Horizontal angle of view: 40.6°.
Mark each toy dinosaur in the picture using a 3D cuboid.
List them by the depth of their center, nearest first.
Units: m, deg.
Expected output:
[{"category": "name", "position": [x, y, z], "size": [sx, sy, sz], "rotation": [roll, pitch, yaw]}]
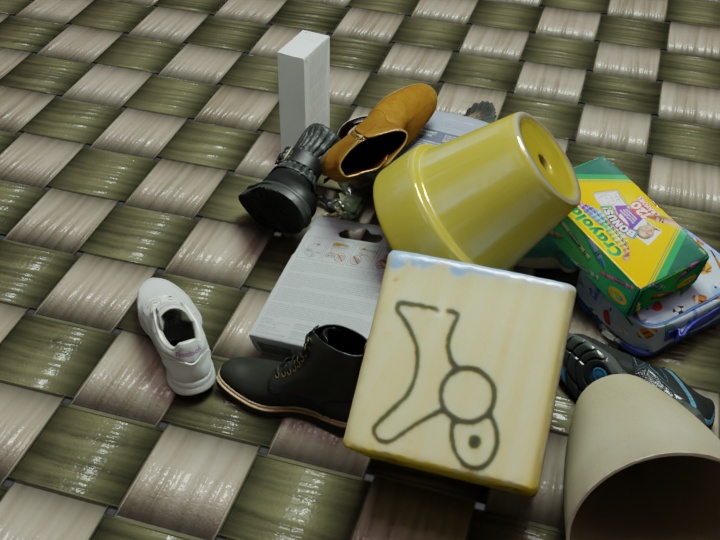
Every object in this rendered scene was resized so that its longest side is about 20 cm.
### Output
[{"category": "toy dinosaur", "position": [-0.026, -0.113, 1.445], "size": [0.088, 0.048, 0.200], "rotation": [19, 39, 15]}]

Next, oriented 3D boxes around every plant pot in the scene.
[{"category": "plant pot", "position": [0.284, 0.198, 0.994], "size": [0.187, 0.188, 0.200], "rotation": [0, 28, -1]}, {"category": "plant pot", "position": [0.149, -0.084, 1.161], "size": [0.189, 0.201, 0.201], "rotation": [-33, 29, 30]}]

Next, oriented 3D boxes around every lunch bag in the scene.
[{"category": "lunch bag", "position": [0.384, 0.026, 1.260], "size": [0.200, 0.076, 0.160], "rotation": [-23, 51, -24]}]

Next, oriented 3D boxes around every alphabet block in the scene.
[{"category": "alphabet block", "position": [0.107, 0.112, 1.003], "size": [0.195, 0.196, 0.200], "rotation": [12, 78, 14]}]

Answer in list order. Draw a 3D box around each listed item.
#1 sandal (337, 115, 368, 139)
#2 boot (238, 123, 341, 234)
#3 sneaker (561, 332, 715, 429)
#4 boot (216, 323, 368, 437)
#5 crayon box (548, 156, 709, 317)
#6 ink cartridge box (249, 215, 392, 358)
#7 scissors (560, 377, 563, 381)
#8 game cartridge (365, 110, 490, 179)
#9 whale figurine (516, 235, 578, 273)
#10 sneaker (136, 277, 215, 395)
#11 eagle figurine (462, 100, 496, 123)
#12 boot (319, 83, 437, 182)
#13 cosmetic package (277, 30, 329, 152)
[{"category": "sandal", "position": [0.002, -0.203, 1.464], "size": [0.079, 0.059, 0.207], "rotation": [-37, 10, 7]}, {"category": "boot", "position": [-0.077, -0.134, 1.353], "size": [0.158, 0.079, 0.211], "rotation": [-42, 22, -14]}, {"category": "sneaker", "position": [0.319, 0.137, 1.143], "size": [0.200, 0.073, 0.082], "rotation": [36, 36, 27]}, {"category": "boot", "position": [-0.073, 0.102, 1.113], "size": [0.200, 0.138, 0.078], "rotation": [11, 42, 14]}, {"category": "crayon box", "position": [0.320, -0.047, 1.226], "size": [0.119, 0.058, 0.200], "rotation": [-23, 56, -24]}, {"category": "ink cartridge box", "position": [-0.026, 0.028, 1.217], "size": [0.162, 0.050, 0.200], "rotation": [10, 53, 27]}, {"category": "scissors", "position": [0.194, 0.134, 1.175], "size": [0.200, 0.014, 0.073], "rotation": [-24, 45, -24]}, {"category": "game cartridge", "position": [0.119, -0.159, 1.337], "size": [0.200, 0.041, 0.133], "rotation": [17, 59, 19]}, {"category": "whale figurine", "position": [0.249, -0.060, 1.334], "size": [0.200, 0.104, 0.159], "rotation": [-16, 43, -22]}, {"category": "sneaker", "position": [-0.226, 0.058, 1.193], "size": [0.075, 0.100, 0.200], "rotation": [-19, 43, -19]}, {"category": "eagle figurine", "position": [0.116, -0.167, 1.429], "size": [0.152, 0.200, 0.151], "rotation": [9, -16, -41]}, {"category": "boot", "position": [0.040, -0.176, 1.250], "size": [0.201, 0.071, 0.144], "rotation": [-37, 15, -10]}, {"category": "cosmetic package", "position": [-0.086, -0.256, 1.488], "size": [0.051, 0.200, 0.083], "rotation": [17, 42, 17]}]
